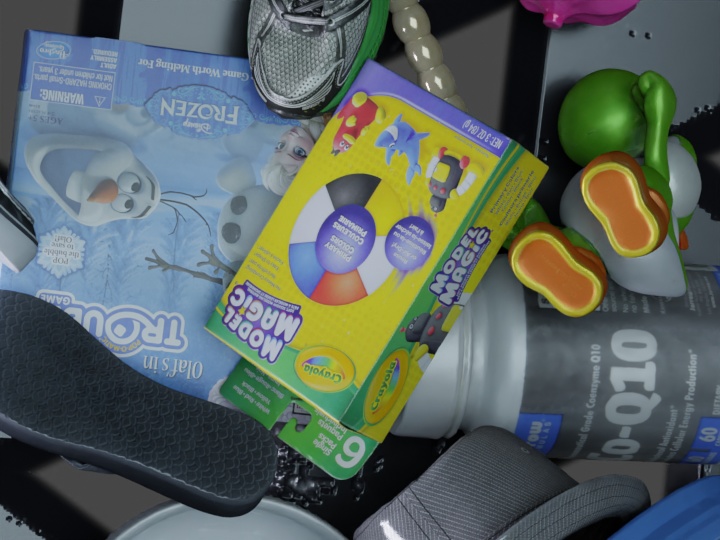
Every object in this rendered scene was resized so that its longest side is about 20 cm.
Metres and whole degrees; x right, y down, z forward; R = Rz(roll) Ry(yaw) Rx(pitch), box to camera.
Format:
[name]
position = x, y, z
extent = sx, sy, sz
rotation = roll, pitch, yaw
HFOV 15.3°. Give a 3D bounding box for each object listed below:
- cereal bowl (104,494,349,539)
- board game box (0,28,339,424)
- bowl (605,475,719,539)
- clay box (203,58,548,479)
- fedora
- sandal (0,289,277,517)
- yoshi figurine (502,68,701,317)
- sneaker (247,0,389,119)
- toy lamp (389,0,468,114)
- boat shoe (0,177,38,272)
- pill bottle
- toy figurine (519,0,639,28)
[cereal bowl]
position = -0.077, 0.219, 1.486
extent = 0.199, 0.083, 0.202
rotation = 0, 91, -11
[board game box]
position = -0.100, -0.022, 1.495
extent = 0.198, 0.043, 0.201
rotation = 6, 92, -10
[bowl]
position = 0.143, 0.189, 1.476
extent = 0.200, 0.201, 0.039
rotation = -40, 70, -7
[clay box]
position = 0.000, 0.000, 1.430
extent = 0.201, 0.115, 0.048
rotation = -58, 142, 0
[fedora]
position = 0.063, 0.145, 1.431
extent = 0.177, 0.200, 0.090
rotation = -45, 71, 14
[sandal]
position = -0.142, 0.079, 1.438
extent = 0.199, 0.043, 0.076
rotation = 29, 55, -3
[yoshi figurine]
position = 0.133, -0.054, 1.469
extent = 0.112, 0.200, 0.113
rotation = 7, 107, 15
[sneaker]
position = -0.023, -0.181, 1.443
extent = 0.077, 0.085, 0.201
rotation = 11, 91, 14
[toy lamp]
position = 0.037, -0.118, 1.513
extent = 0.058, 0.058, 0.201
rotation = -23, 98, -9
[boat shoe]
position = -0.229, -0.090, 1.445
extent = 0.068, 0.072, 0.200
rotation = -39, 78, -8
[pill bottle]
position = 0.116, 0.049, 1.501
extent = 0.198, 0.114, 0.115
rotation = 3, 91, -10
[toy figurine]
position = 0.129, -0.232, 1.509
extent = 0.199, 0.150, 0.185
rotation = -22, 110, -33
